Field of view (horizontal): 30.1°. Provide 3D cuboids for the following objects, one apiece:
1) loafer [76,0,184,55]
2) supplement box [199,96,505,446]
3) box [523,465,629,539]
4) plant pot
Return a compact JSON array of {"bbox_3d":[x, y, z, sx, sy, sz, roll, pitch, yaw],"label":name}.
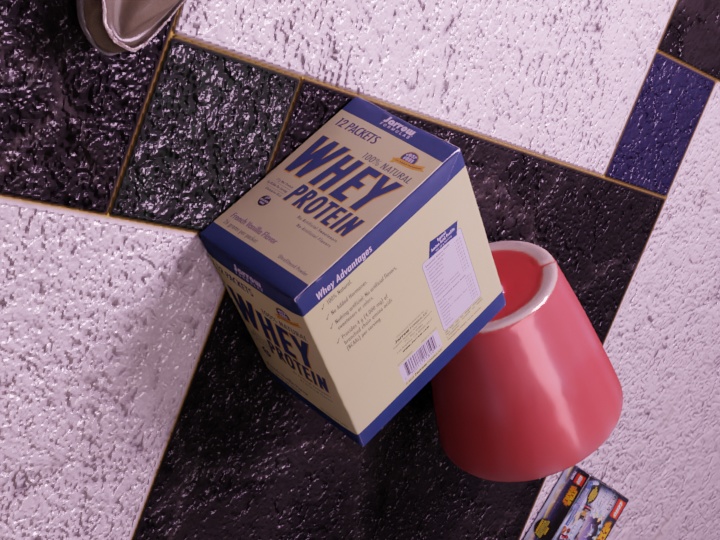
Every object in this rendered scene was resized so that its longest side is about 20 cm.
[{"bbox_3d":[-0.126,-0.238,0.950,0.201,0.069,0.075,-57,140,-4],"label":"loafer"},{"bbox_3d":[0.000,0.000,1.177,0.200,0.134,0.201,-42,138,-19],"label":"supplement box"},{"bbox_3d":[0.262,0.360,1.746,0.137,0.040,0.202,33,88,-51],"label":"box"},{"bbox_3d":[0.152,0.083,1.359,0.200,0.199,0.179,-39,127,-23],"label":"plant pot"}]
